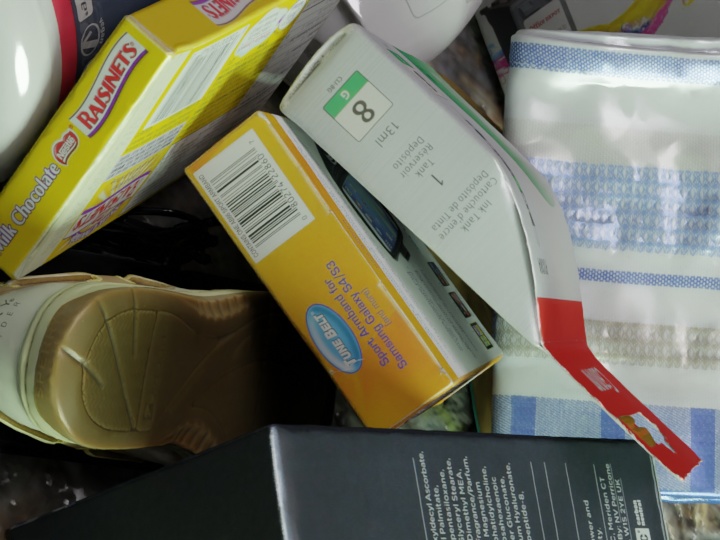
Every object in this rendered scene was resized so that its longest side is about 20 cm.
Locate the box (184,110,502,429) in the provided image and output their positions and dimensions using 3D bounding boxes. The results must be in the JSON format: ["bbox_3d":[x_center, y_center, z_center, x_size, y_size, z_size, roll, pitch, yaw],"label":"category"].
[{"bbox_3d":[0.000,0.000,0.949,0.119,0.041,0.200,54,6,5],"label":"box"}]

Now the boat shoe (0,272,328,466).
[{"bbox_3d":[-0.075,0.033,0.876,0.200,0.066,0.075,26,79,-63],"label":"boat shoe"}]

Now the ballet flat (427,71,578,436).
[{"bbox_3d":[0.067,-0.003,1.075,0.068,0.063,0.202,-11,81,-48],"label":"ballet flat"}]

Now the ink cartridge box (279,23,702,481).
[{"bbox_3d":[0.068,-0.007,0.943,0.200,0.050,0.161,42,6,9],"label":"ink cartridge box"}]

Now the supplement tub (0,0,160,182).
[{"bbox_3d":[-0.119,-0.128,0.875,0.141,0.140,0.200,57,43,-12],"label":"supplement tub"}]

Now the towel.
[{"bbox_3d":[0.129,-0.003,1.034,0.146,0.024,0.202,4,85,-3],"label":"towel"}]

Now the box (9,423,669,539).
[{"bbox_3d":[-0.002,0.127,0.884,0.199,0.148,0.108,6,69,-45],"label":"box"}]

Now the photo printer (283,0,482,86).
[{"bbox_3d":[-0.019,-0.181,1.056,0.201,0.069,0.167,54,43,-16],"label":"photo printer"}]

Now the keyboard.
[{"bbox_3d":[-0.088,0.022,0.935,0.199,0.039,0.105,12,88,-44],"label":"keyboard"}]

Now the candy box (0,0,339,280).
[{"bbox_3d":[-0.062,-0.067,0.878,0.026,0.102,0.200,42,25,3],"label":"candy box"}]

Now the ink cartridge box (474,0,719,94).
[{"bbox_3d":[0.139,-0.109,1.133,0.085,0.147,0.201,-20,87,-49],"label":"ink cartridge box"}]
